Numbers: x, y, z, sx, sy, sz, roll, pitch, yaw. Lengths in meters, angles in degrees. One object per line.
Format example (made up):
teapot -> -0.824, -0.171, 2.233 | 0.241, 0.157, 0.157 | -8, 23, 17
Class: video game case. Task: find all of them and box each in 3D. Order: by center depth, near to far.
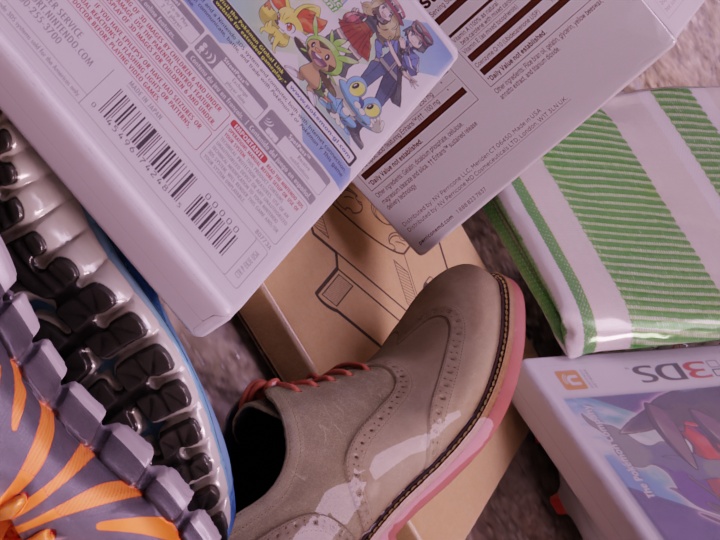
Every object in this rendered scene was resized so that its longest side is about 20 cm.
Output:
video game case -> -0.071, -0.102, 0.932 | 0.200, 0.022, 0.182 | 50, 40, -8
video game case -> 0.179, 0.099, 1.134 | 0.181, 0.023, 0.200 | -3, 41, -30

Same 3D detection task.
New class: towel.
towel -> 0.146, -0.025, 1.236 | 0.199, 0.023, 0.153 | -4, 46, -28

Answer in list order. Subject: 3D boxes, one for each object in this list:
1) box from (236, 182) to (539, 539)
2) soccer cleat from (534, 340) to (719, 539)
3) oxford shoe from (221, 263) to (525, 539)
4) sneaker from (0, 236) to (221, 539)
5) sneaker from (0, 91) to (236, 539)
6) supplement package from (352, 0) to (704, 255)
box -> 0.000, 0.000, 1.120 | 0.201, 0.021, 0.164 | 58, 30, -11
soccer cleat -> 0.123, 0.038, 1.233 | 0.069, 0.077, 0.201 | 43, 37, -34
oxford shoe -> -0.003, 0.055, 1.007 | 0.075, 0.070, 0.200 | 44, 46, -13
sneaker -> -0.120, 0.072, 0.841 | 0.200, 0.077, 0.112 | 53, 35, -2
sneaker -> -0.087, 0.002, 0.928 | 0.201, 0.078, 0.090 | 65, 27, -2
supplement package -> 0.032, -0.153, 1.116 | 0.200, 0.147, 0.191 | 48, 32, -4
